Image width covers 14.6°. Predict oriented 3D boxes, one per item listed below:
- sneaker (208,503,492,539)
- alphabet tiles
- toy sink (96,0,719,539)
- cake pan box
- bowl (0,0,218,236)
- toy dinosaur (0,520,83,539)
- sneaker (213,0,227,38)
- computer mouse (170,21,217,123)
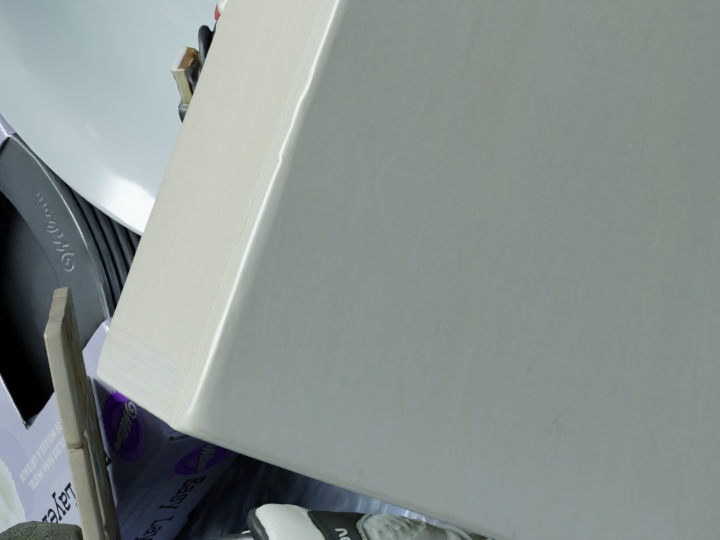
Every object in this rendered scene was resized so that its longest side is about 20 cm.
[{"bbox_3d":[-0.027,0.104,0.759,0.200,0.087,0.076,134,150,-56],"label":"sneaker"},{"bbox_3d":[-0.079,0.092,0.881,0.200,0.007,0.168,-140,39,-84],"label":"alphabet tiles"},{"bbox_3d":[0.038,-0.043,0.654,0.112,0.130,0.201,-162,91,-73],"label":"toy sink"},{"bbox_3d":[-0.129,0.031,1.056,0.185,0.052,0.200,59,138,18],"label":"cake pan box"},{"bbox_3d":[-0.048,-0.107,0.926,0.090,0.201,0.201,-44,-1,-38],"label":"bowl"},{"bbox_3d":[-0.120,0.123,0.926,0.200,0.077,0.103,108,-172,-53],"label":"toy dinosaur"},{"bbox_3d":[0.014,-0.105,0.768,0.082,0.077,0.201,-46,30,50],"label":"sneaker"},{"bbox_3d":[0.000,0.000,0.819,0.200,0.044,0.110,-134,29,-56],"label":"computer mouse"}]
